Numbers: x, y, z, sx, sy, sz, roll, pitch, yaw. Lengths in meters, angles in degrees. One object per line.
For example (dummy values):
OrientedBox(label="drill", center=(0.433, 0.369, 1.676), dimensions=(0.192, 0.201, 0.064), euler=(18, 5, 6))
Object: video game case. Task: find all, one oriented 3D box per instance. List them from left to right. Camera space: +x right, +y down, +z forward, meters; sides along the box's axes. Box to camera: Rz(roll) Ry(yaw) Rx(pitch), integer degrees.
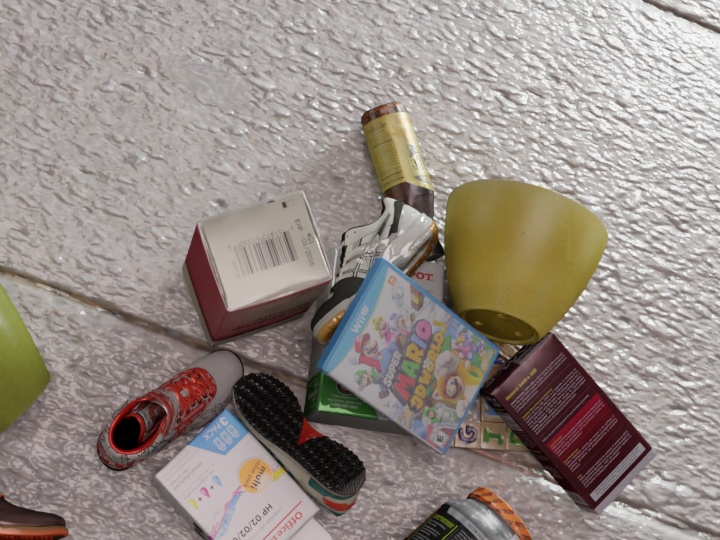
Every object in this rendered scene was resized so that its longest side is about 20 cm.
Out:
OrientedBox(label="video game case", center=(0.058, 0.099, 1.546), dimensions=(0.200, 0.018, 0.144), euler=(37, 75, -28))

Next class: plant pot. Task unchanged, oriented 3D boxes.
OrientedBox(label="plant pot", center=(-0.441, 0.081, 1.493), dimensions=(0.200, 0.187, 0.187), euler=(47, 70, -14))
OrientedBox(label="plant pot", center=(0.181, 0.003, 1.620), dimensions=(0.198, 0.200, 0.143), euler=(21, 68, -7))

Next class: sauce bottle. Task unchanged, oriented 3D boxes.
OrientedBox(label="sauce bottle", center=(0.056, -0.108, 1.700), dimensions=(0.065, 0.066, 0.202), euler=(-16, 82, -16))

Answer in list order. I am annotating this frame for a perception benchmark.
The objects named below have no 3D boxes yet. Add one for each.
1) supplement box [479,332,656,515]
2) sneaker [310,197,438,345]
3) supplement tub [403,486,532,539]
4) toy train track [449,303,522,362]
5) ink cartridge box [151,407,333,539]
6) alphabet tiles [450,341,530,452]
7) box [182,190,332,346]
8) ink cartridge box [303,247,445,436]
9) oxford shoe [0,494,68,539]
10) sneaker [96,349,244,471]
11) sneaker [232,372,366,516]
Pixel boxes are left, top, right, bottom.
OrientedBox(label="supplement box", center=(0.249, 0.183, 1.648), dimensions=(0.109, 0.061, 0.200), euler=(-42, 97, -11))
OrientedBox(label="sneaker", center=(0.000, 0.000, 1.576), dimensions=(0.087, 0.076, 0.200), euler=(37, 67, 17))
OrientedBox(label="supplement tub", center=(0.095, 0.347, 1.558), dimensions=(0.200, 0.123, 0.123), euler=(-39, 86, -18))
OrientedBox(label="toy train track", center=(0.194, 0.102, 1.684), dimensions=(0.199, 0.033, 0.115), euler=(37, 71, -3))
OrientedBox(label="ink cartridge box", center=(-0.128, 0.271, 1.556), dimensions=(0.115, 0.068, 0.200), euler=(-43, 88, -19))
OrientedBox(label="alphabet tiles", center=(0.164, 0.122, 1.693), dimensions=(0.166, 0.008, 0.202), euler=(4, 75, -11))
OrientedBox(label="box", center=(-0.121, 0.002, 1.557), dimensions=(0.127, 0.200, 0.110), euler=(-18, 80, -15))
OrientedBox(label="ink cartridge box", center=(0.018, 0.084, 1.629), dimensions=(0.145, 0.083, 0.202), euler=(8, 73, -11))
OrientedBox(label="oxford shoe", center=(-0.415, 0.255, 1.496), dimensions=(0.198, 0.071, 0.073), euler=(12, 68, -9))
OrientedBox(label="sneaker", center=(-0.208, 0.153, 1.547), dimensions=(0.201, 0.108, 0.067), euler=(-35, 85, -19))
OrientedBox(label="sneaker", center=(-0.079, 0.207, 1.578), dimensions=(0.199, 0.094, 0.070), euler=(40, 55, 21))
